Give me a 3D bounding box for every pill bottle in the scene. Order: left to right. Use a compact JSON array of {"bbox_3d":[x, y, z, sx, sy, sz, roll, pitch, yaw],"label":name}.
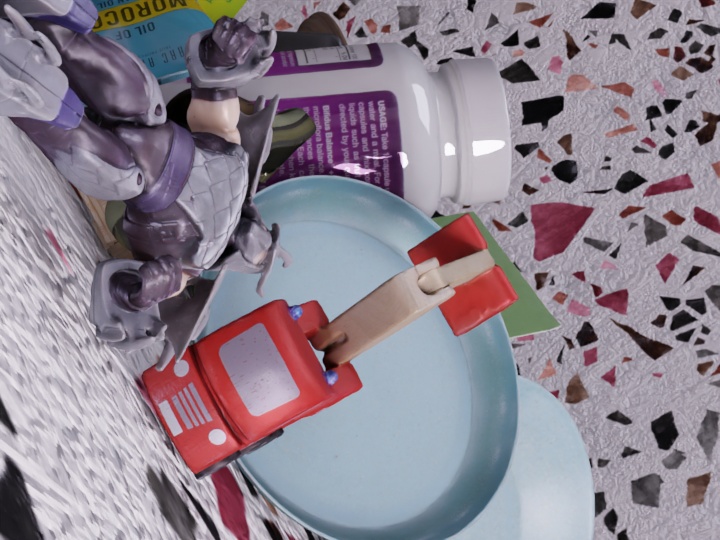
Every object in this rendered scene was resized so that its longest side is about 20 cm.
[{"bbox_3d":[-0.019,-0.071,0.847,0.112,0.199,0.113,174,-90,-85],"label":"pill bottle"}]

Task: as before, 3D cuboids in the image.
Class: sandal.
[{"bbox_3d":[-0.071,-0.056,0.669,0.057,0.080,0.201,47,9,1],"label":"sandal"}]

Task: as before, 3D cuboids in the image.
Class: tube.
[{"bbox_3d":[-0.110,-0.125,0.703,0.200,0.077,0.051,-118,-173,-56],"label":"tube"}]

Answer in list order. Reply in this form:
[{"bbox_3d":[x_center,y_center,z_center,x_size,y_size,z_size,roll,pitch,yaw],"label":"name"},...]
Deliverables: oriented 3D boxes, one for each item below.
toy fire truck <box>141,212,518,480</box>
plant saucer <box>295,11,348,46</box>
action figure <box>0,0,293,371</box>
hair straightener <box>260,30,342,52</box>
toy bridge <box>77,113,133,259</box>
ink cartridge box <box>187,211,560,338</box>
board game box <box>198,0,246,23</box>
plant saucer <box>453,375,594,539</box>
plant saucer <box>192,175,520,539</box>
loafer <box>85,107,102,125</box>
[{"bbox_3d":[-0.005,0.028,0.647,0.049,0.141,0.200,60,6,5],"label":"toy fire truck"},{"bbox_3d":[-0.028,-0.082,1.057,0.200,0.029,0.201,172,-90,-77],"label":"plant saucer"},{"bbox_3d":[-0.079,-0.044,0.503,0.200,0.069,0.131,43,49,-48],"label":"action figure"},{"bbox_3d":[-0.106,-0.150,0.948,0.077,0.199,0.041,75,30,-71],"label":"hair straightener"},{"bbox_3d":[-0.150,-0.100,0.693,0.201,0.027,0.067,62,1,15],"label":"toy bridge"},{"bbox_3d":[0.000,0.000,0.882,0.146,0.199,0.048,-121,-158,-53],"label":"ink cartridge box"},{"bbox_3d":[-0.155,-0.211,0.829,0.200,0.048,0.102,27,18,-48],"label":"board game box"},{"bbox_3d":[0.062,0.159,0.881,0.039,0.201,0.201,5,-47,47],"label":"plant saucer"},{"bbox_3d":[-0.003,0.048,0.761,0.027,0.200,0.201,-33,-95,49],"label":"plant saucer"},{"bbox_3d":[-0.152,-0.126,0.821,0.070,0.068,0.201,24,19,-16],"label":"loafer"}]
